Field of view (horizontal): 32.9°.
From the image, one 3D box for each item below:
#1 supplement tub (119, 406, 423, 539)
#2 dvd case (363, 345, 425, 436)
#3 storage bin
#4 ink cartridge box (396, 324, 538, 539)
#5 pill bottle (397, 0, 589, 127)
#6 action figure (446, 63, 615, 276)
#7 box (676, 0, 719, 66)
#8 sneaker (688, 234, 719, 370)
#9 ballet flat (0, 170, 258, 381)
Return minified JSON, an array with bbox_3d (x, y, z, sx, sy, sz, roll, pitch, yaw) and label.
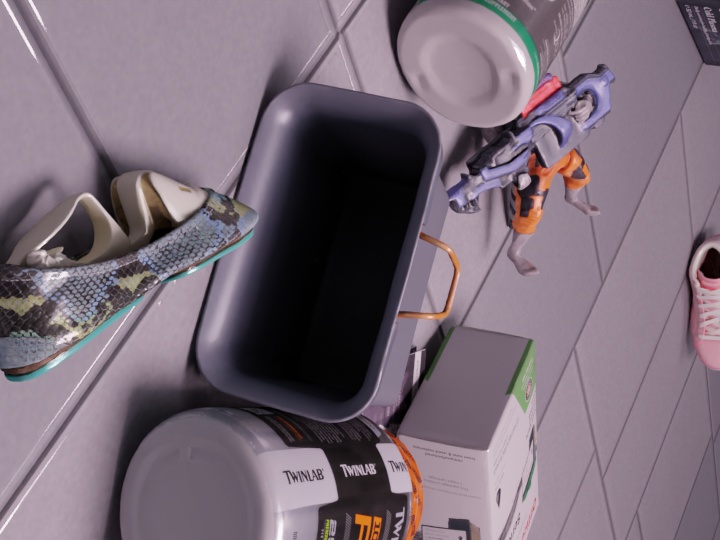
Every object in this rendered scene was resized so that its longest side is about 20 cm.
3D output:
[{"bbox_3d":[-0.046,0.148,0.770,0.199,0.121,0.125,9,92,-58],"label":"supplement tub"},{"bbox_3d":[-0.006,0.148,0.957,0.199,0.016,0.151,-12,109,-58],"label":"dvd case"},{"bbox_3d":[0.000,0.000,0.806,0.134,0.143,0.203,33,71,-70],"label":"storage bin"},{"bbox_3d":[0.099,0.175,1.061,0.147,0.083,0.202,-57,148,-47],"label":"ink cartridge box"},{"bbox_3d":[0.117,-0.216,0.949,0.201,0.112,0.114,-58,145,-34],"label":"pill bottle"},{"bbox_3d":[0.133,-0.097,1.075,0.198,0.104,0.196,-31,123,-22],"label":"action figure"},{"bbox_3d":[0.527,-0.344,1.548,0.200,0.194,0.126,31,73,-59],"label":"box"},{"bbox_3d":[0.518,0.048,1.795,0.104,0.074,0.204,-3,95,-65],"label":"sneaker"},{"bbox_3d":[-0.123,-0.016,0.644,0.200,0.073,0.075,-41,134,-53],"label":"ballet flat"}]
